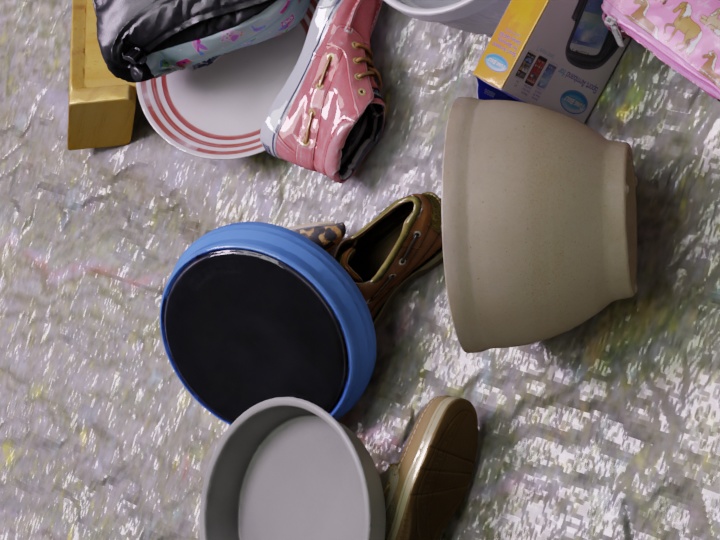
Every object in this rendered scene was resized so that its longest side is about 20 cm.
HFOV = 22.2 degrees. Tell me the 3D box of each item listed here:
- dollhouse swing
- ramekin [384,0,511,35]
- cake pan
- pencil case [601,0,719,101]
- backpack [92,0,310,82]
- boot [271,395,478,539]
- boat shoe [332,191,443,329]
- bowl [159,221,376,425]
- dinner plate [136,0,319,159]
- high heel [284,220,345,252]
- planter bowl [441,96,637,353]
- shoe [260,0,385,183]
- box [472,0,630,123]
[{"bbox_3d":[-0.208,-0.240,1.868,0.182,0.176,0.200,118,152,-70],"label":"dollhouse swing"},{"bbox_3d":[0.107,-0.296,1.566,0.200,0.105,0.200,-13,68,37],"label":"ramekin"},{"bbox_3d":[-0.054,0.205,1.514,0.200,0.037,0.201,-7,79,42],"label":"cake pan"},{"bbox_3d":[0.272,-0.173,1.403,0.200,0.083,0.087,44,106,39],"label":"pencil case"},{"bbox_3d":[-0.145,-0.269,1.698,0.200,0.127,0.167,-14,88,12],"label":"backpack"},{"bbox_3d":[0.008,0.179,1.535,0.155,0.073,0.200,24,99,43],"label":"boot"},{"bbox_3d":[0.000,0.000,1.595,0.200,0.068,0.072,-46,54,22],"label":"boat shoe"},{"bbox_3d":[-0.085,0.056,1.593,0.200,0.039,0.201,11,118,21],"label":"bowl"},{"bbox_3d":[-0.118,-0.197,1.749,0.200,0.024,0.200,-4,73,13],"label":"dinner plate"},{"bbox_3d":[-0.078,0.044,1.662,0.200,0.071,0.143,-24,75,30],"label":"high heel"},{"bbox_3d":[0.145,-0.036,1.418,0.135,0.200,0.201,-1,75,12],"label":"planter bowl"},{"bbox_3d":[-0.007,-0.179,1.660,0.091,0.071,0.200,27,90,26],"label":"shoe"},{"bbox_3d":[0.171,-0.202,1.474,0.041,0.119,0.200,33,100,41],"label":"box"}]
